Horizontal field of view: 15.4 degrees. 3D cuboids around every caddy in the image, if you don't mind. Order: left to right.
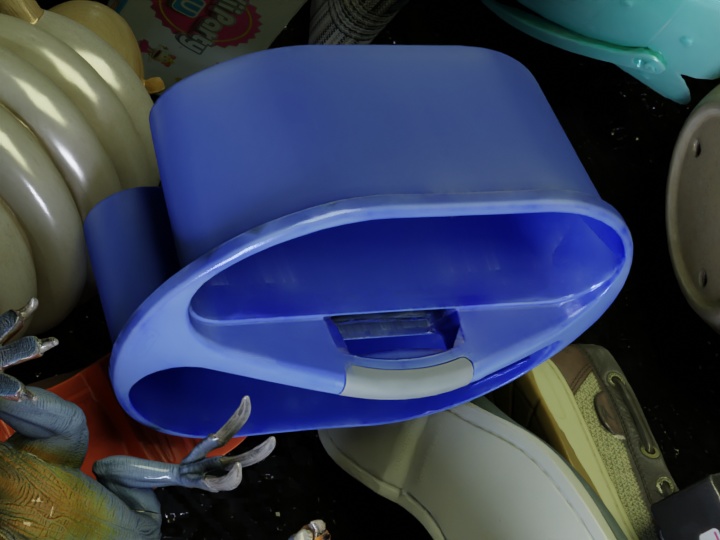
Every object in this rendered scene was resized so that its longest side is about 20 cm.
[{"bbox_3d":[0.000,0.000,0.939,0.200,0.141,0.105,-3,58,-32],"label":"caddy"}]

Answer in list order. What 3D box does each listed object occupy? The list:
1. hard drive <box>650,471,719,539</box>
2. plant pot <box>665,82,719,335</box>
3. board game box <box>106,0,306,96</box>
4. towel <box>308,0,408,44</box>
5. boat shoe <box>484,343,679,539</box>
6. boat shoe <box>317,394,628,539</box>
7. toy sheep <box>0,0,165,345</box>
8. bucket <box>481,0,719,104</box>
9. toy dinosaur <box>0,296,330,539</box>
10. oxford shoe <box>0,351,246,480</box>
[{"bbox_3d":[0.204,0.141,1.086,0.200,0.038,0.140,-7,69,-54],"label":"hard drive"},{"bbox_3d":[0.208,-0.025,1.120,0.134,0.200,0.200,-1,67,-19],"label":"plant pot"},{"bbox_3d":[-0.036,-0.184,1.103,0.064,0.148,0.200,23,58,-15],"label":"board game box"},{"bbox_3d":[0.030,-0.210,1.119,0.035,0.193,0.200,18,62,-19],"label":"towel"},{"bbox_3d":[0.117,0.117,1.081,0.066,0.072,0.201,-18,71,-26],"label":"boat shoe"},{"bbox_3d":[0.059,0.088,1.024,0.062,0.073,0.200,10,21,-40],"label":"boat shoe"},{"bbox_3d":[-0.146,-0.035,0.992,0.138,0.138,0.200,42,54,-2],"label":"toy sheep"},{"bbox_3d":[0.124,-0.189,1.154,0.135,0.207,0.207,28,58,-10],"label":"bucket"},{"bbox_3d":[-0.091,0.079,0.918,0.200,0.182,0.105,23,74,32],"label":"toy dinosaur"},{"bbox_3d":[-0.131,0.078,0.982,0.200,0.073,0.071,-18,84,-31],"label":"oxford shoe"}]
